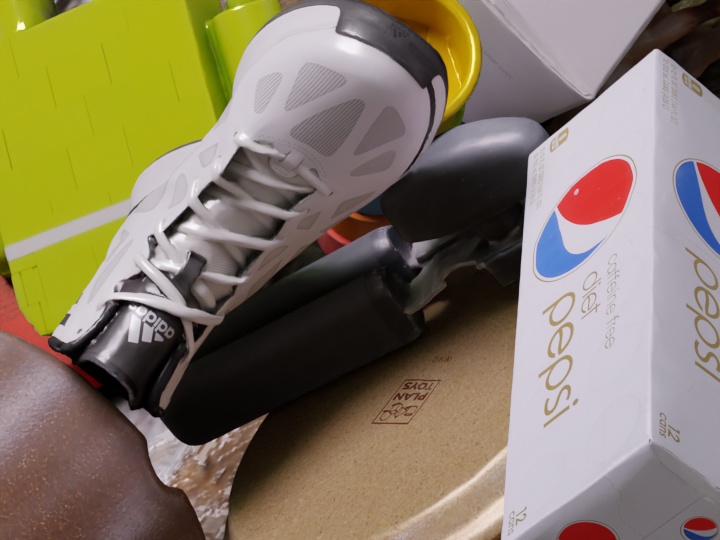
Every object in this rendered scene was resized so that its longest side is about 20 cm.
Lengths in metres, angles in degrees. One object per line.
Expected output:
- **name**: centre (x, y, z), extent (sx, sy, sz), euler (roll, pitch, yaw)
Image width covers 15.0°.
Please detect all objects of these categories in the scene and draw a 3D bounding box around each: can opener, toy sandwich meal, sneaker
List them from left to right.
- **sneaker**: centre (-0.043, -0.008, 0.969), extent (0.200, 0.075, 0.116), euler (-41, 19, 52)
- **can opener**: centre (0.000, 0.000, 1.042), extent (0.199, 0.067, 0.053), euler (-32, 25, 25)
- **toy sandwich meal**: centre (0.036, 0.076, 1.014), extent (0.204, 0.070, 0.206), euler (-30, 24, 15)

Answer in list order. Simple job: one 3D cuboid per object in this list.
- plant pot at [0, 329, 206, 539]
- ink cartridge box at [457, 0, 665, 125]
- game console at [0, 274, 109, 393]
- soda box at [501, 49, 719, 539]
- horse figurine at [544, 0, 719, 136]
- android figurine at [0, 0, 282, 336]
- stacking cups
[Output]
- **plant pot**: centre (-0.170, 0.138, 1.004), extent (0.199, 0.201, 0.198), euler (9, 44, 43)
- **ink cartridge box**: centre (0.054, -0.122, 1.153), extent (0.146, 0.084, 0.200), euler (-53, 15, -26)
- **game console**: centre (-0.177, 0.017, 1.289), extent (0.199, 0.119, 0.173), euler (-25, 67, 12)
- **soda box**: centre (0.095, 0.020, 0.895), extent (0.068, 0.064, 0.201), euler (-40, 26, 32)
- **horse figurine**: centre (0.115, -0.072, 1.132), extent (0.132, 0.050, 0.201), euler (-5, 47, 51)
- **android figurine**: centre (-0.101, -0.050, 1.171), extent (0.181, 0.201, 0.041), euler (-21, -8, 28)
- **stacking cups**: centre (0.011, -0.047, 1.091), extent (0.060, 0.200, 0.061), euler (1, 71, -2)
